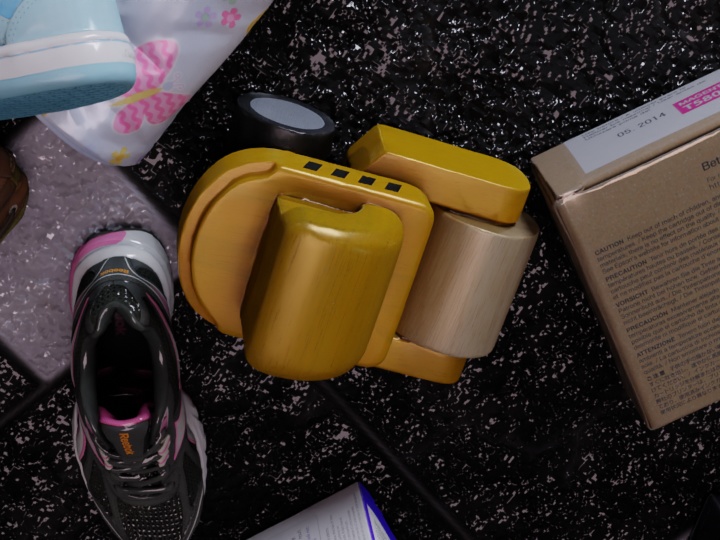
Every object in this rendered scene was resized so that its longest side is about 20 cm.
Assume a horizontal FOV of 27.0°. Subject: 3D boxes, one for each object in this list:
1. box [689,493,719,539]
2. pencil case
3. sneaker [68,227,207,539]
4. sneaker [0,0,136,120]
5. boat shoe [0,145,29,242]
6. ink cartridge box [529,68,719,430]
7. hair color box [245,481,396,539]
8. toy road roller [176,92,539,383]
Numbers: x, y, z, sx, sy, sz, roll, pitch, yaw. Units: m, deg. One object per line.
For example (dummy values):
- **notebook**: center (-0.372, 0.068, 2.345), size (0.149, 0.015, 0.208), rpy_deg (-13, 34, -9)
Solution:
- **box**: center (0.315, 0.252, 0.929), size (0.197, 0.200, 0.124), rpy_deg (13, 112, -14)
- **pencil case**: center (-0.092, -0.147, 0.755), size (0.090, 0.083, 0.200), rpy_deg (31, 108, -34)
- **sneaker**: center (-0.134, 0.084, 0.852), size (0.079, 0.087, 0.202), rpy_deg (-10, 116, -1)
- **sneaker**: center (-0.208, -0.135, 0.703), size (0.198, 0.080, 0.132), rpy_deg (-7, 89, -1)
- **boat shoe**: center (-0.243, 0.016, 0.781), size (0.201, 0.072, 0.068), rpy_deg (-53, 141, -11)
- **ink cartridge box**: center (0.219, -0.027, 0.858), size (0.199, 0.075, 0.166), rpy_deg (-24, 114, 4)
- **hair color box**: center (-0.067, 0.223, 0.911), size (0.199, 0.110, 0.065), rpy_deg (-27, 117, 5)
- **toy road roller**: center (0.000, 0.000, 0.800), size (0.198, 0.146, 0.124), rpy_deg (14, 112, -14)
